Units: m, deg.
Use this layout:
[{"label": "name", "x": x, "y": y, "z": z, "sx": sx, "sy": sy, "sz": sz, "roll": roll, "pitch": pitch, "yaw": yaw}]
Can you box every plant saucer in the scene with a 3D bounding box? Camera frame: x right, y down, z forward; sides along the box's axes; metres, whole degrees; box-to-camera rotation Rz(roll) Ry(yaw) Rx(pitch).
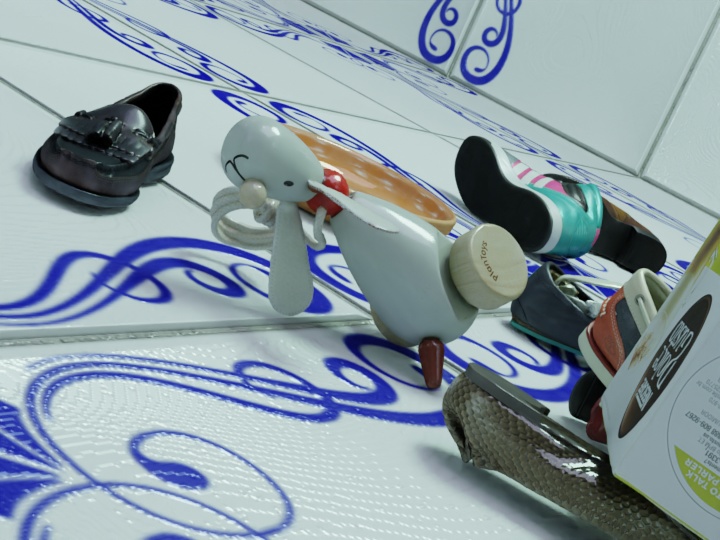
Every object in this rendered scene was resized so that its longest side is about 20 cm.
[{"label": "plant saucer", "x": -0.014, "y": -0.071, "z": 1.183, "sx": 0.198, "sy": 0.038, "sz": 0.200, "roll": 24, "pitch": 12, "yaw": -5}]

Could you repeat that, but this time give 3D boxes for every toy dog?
[{"label": "toy dog", "x": 0.000, "y": 0.000, "z": 0.811, "sx": 0.197, "sy": 0.132, "sz": 0.097, "roll": 18, "pitch": 52, "yaw": -10}]

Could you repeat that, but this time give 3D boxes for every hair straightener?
[{"label": "hair straightener", "x": 0.224, "y": 0.104, "z": 0.919, "sx": 0.197, "sy": 0.041, "sz": 0.077, "roll": 15, "pitch": 15, "yaw": -18}]

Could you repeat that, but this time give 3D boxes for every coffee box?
[{"label": "coffee box", "x": 0.253, "y": 0.059, "z": 0.688, "sx": 0.199, "sy": 0.199, "sz": 0.200, "roll": 34, "pitch": 9, "yaw": 4}]

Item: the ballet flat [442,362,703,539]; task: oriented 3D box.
[{"label": "ballet flat", "x": 0.121, "y": 0.118, "z": 0.691, "sx": 0.199, "sy": 0.047, "sz": 0.067, "roll": 35, "pitch": 6, "yaw": 17}]

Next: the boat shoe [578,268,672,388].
[{"label": "boat shoe", "x": 0.216, "y": 0.088, "z": 0.833, "sx": 0.200, "sy": 0.063, "sz": 0.071, "roll": 49, "pitch": 34, "yaw": 18}]

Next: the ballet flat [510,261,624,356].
[{"label": "ballet flat", "x": 0.208, "y": 0.053, "z": 1.045, "sx": 0.198, "sy": 0.074, "sz": 0.073, "roll": 28, "pitch": 13, "yaw": 11}]

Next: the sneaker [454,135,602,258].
[{"label": "sneaker", "x": 0.190, "y": -0.076, "z": 1.478, "sx": 0.119, "sy": 0.084, "sz": 0.200, "roll": 10, "pitch": 27, "yaw": -34}]

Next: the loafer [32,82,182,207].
[{"label": "loafer", "x": -0.161, "y": -0.090, "z": 0.916, "sx": 0.071, "sy": 0.064, "sz": 0.200, "roll": 25, "pitch": 13, "yaw": 0}]

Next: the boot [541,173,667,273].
[{"label": "boot", "x": 0.266, "y": -0.077, "z": 1.672, "sx": 0.186, "sy": 0.069, "sz": 0.200, "roll": 22, "pitch": 12, "yaw": -12}]
